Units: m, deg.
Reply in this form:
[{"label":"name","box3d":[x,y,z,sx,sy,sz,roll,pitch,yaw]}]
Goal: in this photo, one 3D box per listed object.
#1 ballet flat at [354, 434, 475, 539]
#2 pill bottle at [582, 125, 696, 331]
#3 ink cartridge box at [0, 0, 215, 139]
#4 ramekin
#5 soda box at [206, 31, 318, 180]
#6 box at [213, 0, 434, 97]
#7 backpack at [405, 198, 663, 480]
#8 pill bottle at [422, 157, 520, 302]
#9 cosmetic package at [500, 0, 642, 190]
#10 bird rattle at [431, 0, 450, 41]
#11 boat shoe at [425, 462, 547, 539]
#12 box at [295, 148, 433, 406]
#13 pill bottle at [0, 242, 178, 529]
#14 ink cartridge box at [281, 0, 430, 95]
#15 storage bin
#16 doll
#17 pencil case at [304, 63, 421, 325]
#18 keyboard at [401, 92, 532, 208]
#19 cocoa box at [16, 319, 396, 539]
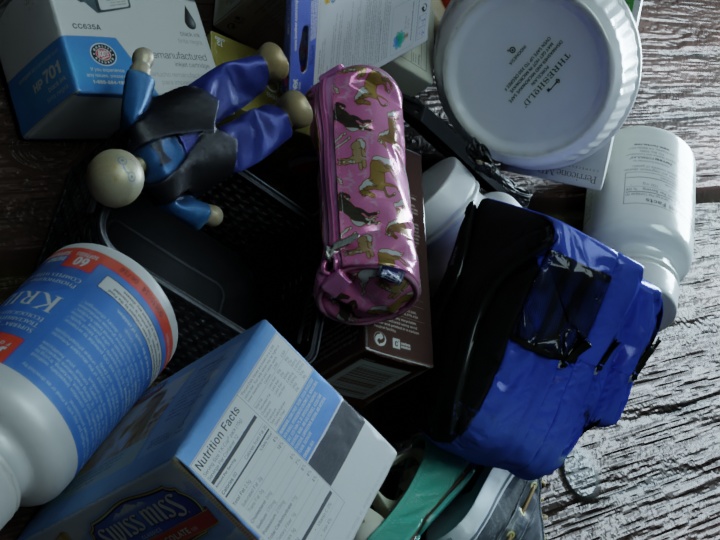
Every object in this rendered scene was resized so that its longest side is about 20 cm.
[{"label":"ballet flat","box3d":[0.021,0.199,1.185,0.070,0.068,0.200,35,42,7]},{"label":"pill bottle","box3d":[0.284,-0.039,1.531,0.114,0.114,0.201,34,48,-26]},{"label":"ink cartridge box","box3d":[-0.209,-0.208,1.161,0.146,0.086,0.202,-5,73,-46]},{"label":"ramekin","box3d":[0.158,-0.188,1.376,0.203,0.201,0.094,56,18,-4]},{"label":"soda box","box3d":[-0.065,-0.129,1.274,0.199,0.064,0.068,17,56,-37]},{"label":"box","box3d":[-0.029,-0.229,1.355,0.199,0.078,0.096,27,50,-32]},{"label":"backpack","box3d":[0.139,0.067,1.207,0.167,0.162,0.201,26,90,-16]},{"label":"pill bottle","box3d":[0.117,0.001,1.339,0.200,0.119,0.120,47,43,-14]},{"label":"cosmetic package","box3d":[0.207,-0.190,1.459,0.085,0.106,0.202,-52,151,-73]},{"label":"bird rattle","box3d":[0.126,-0.289,1.534,0.163,0.113,0.201,-33,89,-32]},{"label":"boat shoe","box3d":[0.131,0.197,1.287,0.091,0.071,0.200,50,49,-13]},{"label":"box","box3d":[0.000,0.000,1.237,0.074,0.100,0.202,16,58,-33]},{"label":"pill bottle","box3d":[-0.213,0.081,0.972,0.112,0.112,0.200,49,43,-12]},{"label":"ink cartridge box","box3d":[-0.008,-0.216,1.239,0.042,0.120,0.200,25,40,26]},{"label":"storage bin","box3d":[-0.126,-0.007,1.123,0.199,0.093,0.136,34,47,-27]},{"label":"doll","box3d":[-0.123,-0.100,1.072,0.200,0.048,0.137,-38,105,-42]},{"label":"pencil case","box3d":[0.000,-0.061,1.151,0.082,0.087,0.202,-1,59,-5]},{"label":"keyboard","box3d":[0.101,-0.103,1.365,0.127,0.021,0.200,37,2,41]},{"label":"cocoa box","box3d":[-0.103,0.149,0.977,0.131,0.199,0.134,46,44,-14]}]
